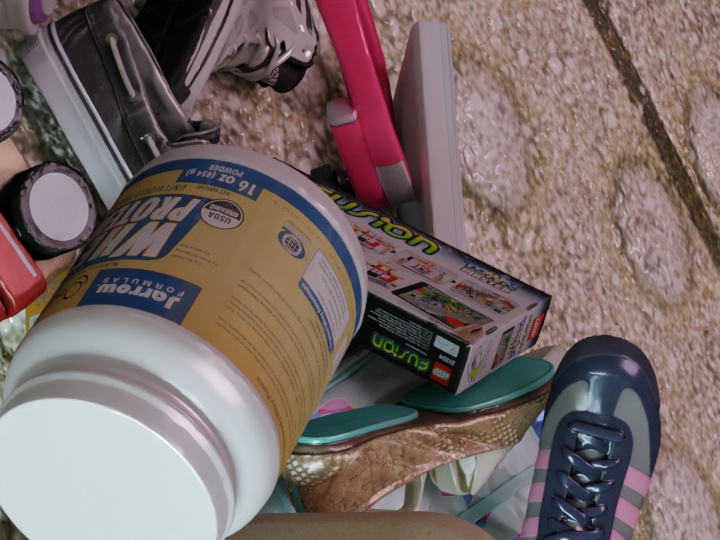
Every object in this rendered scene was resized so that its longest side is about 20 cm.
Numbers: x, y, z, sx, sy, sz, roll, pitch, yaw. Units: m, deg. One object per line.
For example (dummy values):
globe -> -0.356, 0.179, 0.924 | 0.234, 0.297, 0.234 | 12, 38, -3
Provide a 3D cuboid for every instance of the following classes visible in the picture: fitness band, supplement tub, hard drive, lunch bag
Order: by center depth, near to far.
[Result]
supplement tub -> -0.091, 0.047, 1.367 | 0.145, 0.144, 0.200 | 55, 38, -23
lunch bag -> 0.024, 0.124, 1.583 | 0.200, 0.077, 0.161 | -32, 90, -40
fitness band -> -0.004, -0.122, 1.677 | 0.200, 0.037, 0.144 | 70, 6, -58
hard drive -> 0.043, -0.039, 1.723 | 0.132, 0.027, 0.201 | 106, -18, -65

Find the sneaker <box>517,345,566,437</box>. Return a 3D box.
sneaker -> 0.099, 0.138, 1.737 | 0.111, 0.077, 0.200 | 56, 39, -12

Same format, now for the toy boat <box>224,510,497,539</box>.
toy boat -> 0.001, 0.205, 1.392 | 0.131, 0.199, 0.131 | -61, 139, -44

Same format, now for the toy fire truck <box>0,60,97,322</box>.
toy fire truck -> -0.241, -0.030, 1.296 | 0.200, 0.129, 0.176 | -43, 107, -36

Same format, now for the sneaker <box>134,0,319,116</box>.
sneaker -> -0.071, -0.136, 1.627 | 0.115, 0.076, 0.201 | 49, 36, -28

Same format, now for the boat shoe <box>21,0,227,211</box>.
boat shoe -> -0.108, -0.060, 1.506 | 0.200, 0.071, 0.072 | 56, 15, -12

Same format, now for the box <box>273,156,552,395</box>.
box -> 0.000, 0.000, 1.575 | 0.110, 0.200, 0.035 | -25, 138, -57

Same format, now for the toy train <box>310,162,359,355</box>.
toy train -> 0.001, 0.031, 1.692 | 0.046, 0.034, 0.201 | 20, 57, -66

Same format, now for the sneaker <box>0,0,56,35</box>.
sneaker -> -0.214, -0.171, 1.427 | 0.200, 0.099, 0.075 | -4, 108, -80

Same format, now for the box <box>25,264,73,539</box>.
box -> -0.126, 0.109, 1.453 | 0.119, 0.041, 0.201 | 25, 56, -49

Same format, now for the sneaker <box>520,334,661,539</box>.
sneaker -> 0.126, 0.136, 1.522 | 0.082, 0.070, 0.201 | -70, 168, -62

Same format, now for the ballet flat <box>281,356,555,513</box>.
ballet flat -> 0.034, 0.100, 1.520 | 0.200, 0.070, 0.066 | -14, 107, -36
